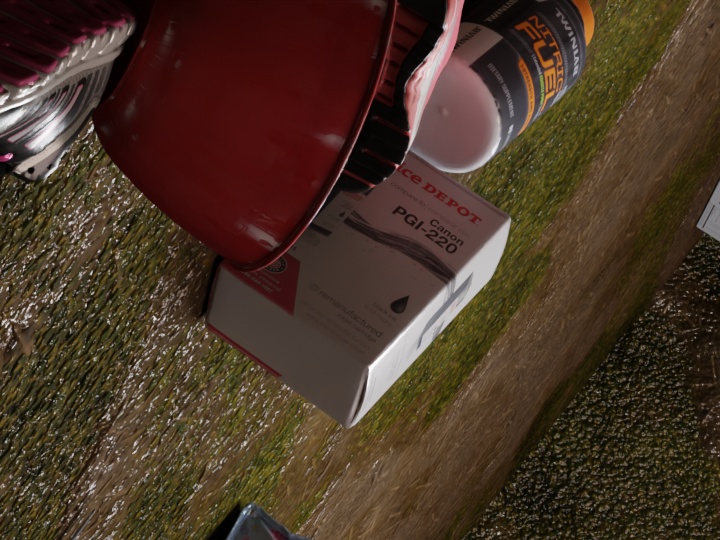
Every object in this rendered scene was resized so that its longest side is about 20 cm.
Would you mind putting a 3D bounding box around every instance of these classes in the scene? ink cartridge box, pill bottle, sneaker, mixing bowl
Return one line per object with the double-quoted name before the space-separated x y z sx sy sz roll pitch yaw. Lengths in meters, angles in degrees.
"ink cartridge box" 0.000 0.000 1.600 0.200 0.145 0.085 -45 162 -38
"pill bottle" 0.113 -0.167 1.678 0.200 0.106 0.106 -42 161 -45
"sneaker" 0.034 -0.143 1.536 0.087 0.074 0.201 -37 157 -56
"sneaker" -0.175 -0.076 0.984 0.200 0.074 0.088 -41 155 -60
"mixing bowl" -0.075 -0.109 1.091 0.200 0.108 0.201 -49 -150 43

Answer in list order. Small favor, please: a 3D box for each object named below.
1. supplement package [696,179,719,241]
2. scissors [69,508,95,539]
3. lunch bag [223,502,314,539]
"supplement package" 0.710 -0.151 3.706 0.200 0.111 0.156 -45 163 -37
"scissors" -0.267 0.269 1.615 0.200 0.014 0.073 -52 163 -19
"lunch bag" -0.124 0.354 2.057 0.200 0.127 0.170 -60 171 -25
